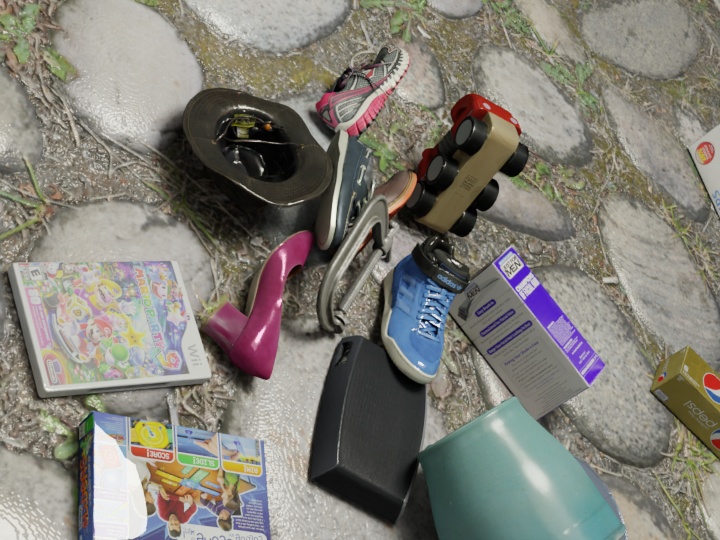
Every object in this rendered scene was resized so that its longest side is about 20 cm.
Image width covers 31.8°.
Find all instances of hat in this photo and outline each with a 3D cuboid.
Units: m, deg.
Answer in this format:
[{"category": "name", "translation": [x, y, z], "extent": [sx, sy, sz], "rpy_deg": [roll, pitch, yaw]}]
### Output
[{"category": "hat", "translation": [-0.133, -0.126, 1.513], "extent": [0.198, 0.081, 0.202], "rpy_deg": [18, 38, -15]}]

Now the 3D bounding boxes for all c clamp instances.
[{"category": "c clamp", "translation": [0.000, 0.000, 1.521], "extent": [0.027, 0.172, 0.201], "rpy_deg": [23, 54, 16]}]

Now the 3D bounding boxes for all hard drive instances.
[{"category": "hard drive", "translation": [0.017, 0.177, 1.460], "extent": [0.134, 0.042, 0.202], "rpy_deg": [32, 45, -20]}]

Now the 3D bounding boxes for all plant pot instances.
[{"category": "plant pot", "translation": [0.163, 0.253, 1.411], "extent": [0.199, 0.200, 0.190], "rpy_deg": [-20, 76, -46]}]

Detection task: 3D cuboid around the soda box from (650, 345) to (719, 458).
[{"category": "soda box", "translation": [0.522, 0.209, 1.861], "extent": [0.200, 0.064, 0.068], "rpy_deg": [44, 42, -8]}]

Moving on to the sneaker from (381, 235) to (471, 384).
[{"category": "sneaker", "translation": [0.084, 0.038, 1.535], "extent": [0.076, 0.111, 0.201], "rpy_deg": [31, 31, -21]}]

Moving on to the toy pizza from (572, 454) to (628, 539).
[{"category": "toy pizza", "translation": [0.257, 0.318, 1.577], "extent": [0.198, 0.032, 0.203], "rpy_deg": [24, 47, -28]}]

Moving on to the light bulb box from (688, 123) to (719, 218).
[{"category": "light bulb box", "translation": [0.720, -0.162, 2.254], "extent": [0.198, 0.125, 0.201], "rpy_deg": [2, 60, -41]}]

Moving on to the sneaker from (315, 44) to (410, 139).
[{"category": "sneaker", "translation": [0.008, -0.257, 1.735], "extent": [0.074, 0.081, 0.201], "rpy_deg": [40, 43, -8]}]

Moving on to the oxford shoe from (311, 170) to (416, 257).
[{"category": "oxford shoe", "translation": [0.009, -0.086, 1.623], "extent": [0.072, 0.071, 0.200], "rpy_deg": [43, 42, 0]}]

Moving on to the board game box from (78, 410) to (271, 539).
[{"category": "board game box", "translation": [-0.183, 0.223, 1.258], "extent": [0.198, 0.034, 0.137], "rpy_deg": [16, 53, -33]}]

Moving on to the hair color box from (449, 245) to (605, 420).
[{"category": "hair color box", "translation": [0.212, 0.083, 1.648], "extent": [0.201, 0.109, 0.065], "rpy_deg": [51, 42, 0]}]

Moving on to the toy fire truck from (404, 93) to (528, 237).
[{"category": "toy fire truck", "translation": [0.143, -0.167, 1.731], "extent": [0.127, 0.177, 0.202], "rpy_deg": [23, 34, -26]}]

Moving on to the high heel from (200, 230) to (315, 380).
[{"category": "high heel", "translation": [-0.089, 0.036, 1.443], "extent": [0.096, 0.068, 0.200], "rpy_deg": [40, 47, 4]}]

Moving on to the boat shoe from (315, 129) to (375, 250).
[{"category": "boat shoe", "translation": [-0.016, -0.092, 1.535], "extent": [0.061, 0.075, 0.201], "rpy_deg": [22, 35, -14]}]

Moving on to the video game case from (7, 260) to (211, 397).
[{"category": "video game case", "translation": [-0.260, 0.057, 1.324], "extent": [0.198, 0.018, 0.145], "rpy_deg": [-1, 62, -42]}]
